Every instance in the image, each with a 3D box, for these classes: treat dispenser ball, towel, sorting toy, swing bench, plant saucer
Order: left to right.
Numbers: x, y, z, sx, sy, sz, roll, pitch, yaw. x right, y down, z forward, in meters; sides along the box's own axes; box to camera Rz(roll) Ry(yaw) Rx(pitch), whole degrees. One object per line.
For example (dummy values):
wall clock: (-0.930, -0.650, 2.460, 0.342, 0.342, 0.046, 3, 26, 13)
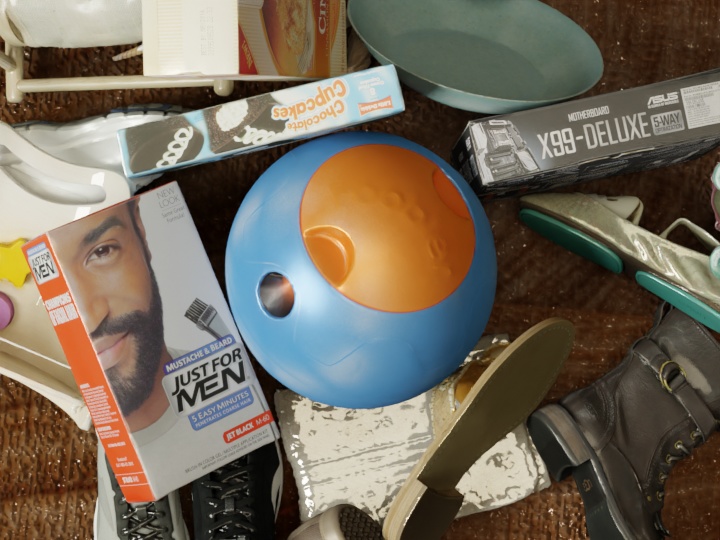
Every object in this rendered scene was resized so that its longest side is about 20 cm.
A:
sorting toy: (-0.256, -0.008, 1.267, 0.199, 0.107, 0.181, 24, 94, -9)
swing bench: (-0.194, -0.241, 1.263, 0.197, 0.130, 0.202, 1, 75, 21)
treat dispenser ball: (0.000, 0.000, 1.249, 0.199, 0.201, 0.203, 0, 86, -2)
towel: (0.040, 0.132, 1.325, 0.198, 0.034, 0.134, -13, 85, -2)
plant saucer: (0.083, -0.164, 1.295, 0.199, 0.201, 0.039, 14, 122, -1)

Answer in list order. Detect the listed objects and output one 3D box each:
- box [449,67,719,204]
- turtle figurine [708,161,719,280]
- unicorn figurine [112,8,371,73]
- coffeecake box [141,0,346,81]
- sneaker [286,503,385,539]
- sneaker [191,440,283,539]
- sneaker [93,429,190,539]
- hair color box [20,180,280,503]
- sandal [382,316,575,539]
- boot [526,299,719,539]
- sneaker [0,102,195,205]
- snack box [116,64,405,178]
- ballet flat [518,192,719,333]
box: (0.173, -0.097, 1.285, 0.198, 0.158, 0.050, -12, 87, -2)
turtle figurine: (0.313, -0.052, 1.292, 0.100, 0.200, 0.151, -14, 95, 30)
unicorn figurine: (-0.078, -0.197, 1.324, 0.199, 0.074, 0.138, 22, 81, 2)
coffeecake box: (-0.077, -0.210, 1.188, 0.072, 0.200, 0.155, 1, 96, 20)
sneaker: (0.020, 0.260, 1.299, 0.075, 0.071, 0.200, -31, 107, 29)
sneaker: (-0.091, 0.183, 1.275, 0.072, 0.112, 0.202, -4, 86, -4)
sneaker: (-0.170, 0.167, 1.291, 0.073, 0.079, 0.202, -6, 87, -5)
hair color box: (-0.149, 0.051, 1.221, 0.110, 0.064, 0.201, -25, 93, -30)
sandal: (0.070, 0.107, 1.277, 0.070, 0.077, 0.212, 36, 94, 40)
boot: (0.239, 0.137, 1.306, 0.173, 0.069, 0.201, -30, 87, -19)
sneaker: (-0.197, -0.081, 1.321, 0.198, 0.075, 0.088, -9, 98, 4)
snack box: (-0.071, -0.106, 1.228, 0.198, 0.116, 0.037, -14, 94, -2)
ballet flat: (0.218, -0.021, 1.321, 0.199, 0.067, 0.063, 30, 79, 9)
